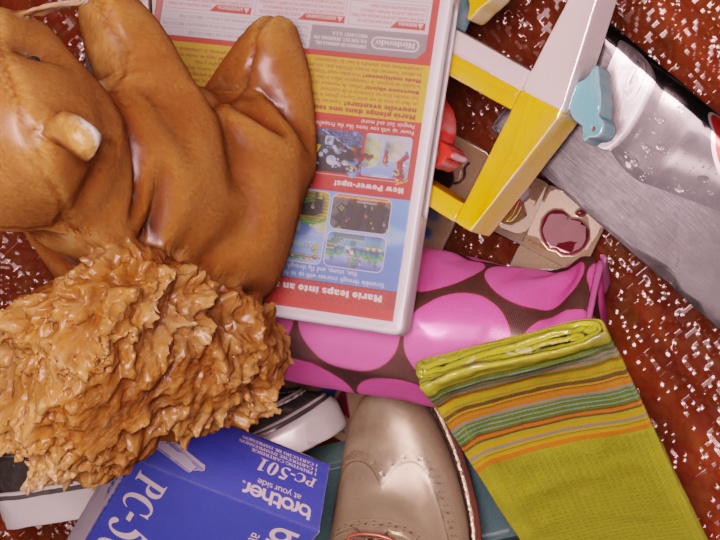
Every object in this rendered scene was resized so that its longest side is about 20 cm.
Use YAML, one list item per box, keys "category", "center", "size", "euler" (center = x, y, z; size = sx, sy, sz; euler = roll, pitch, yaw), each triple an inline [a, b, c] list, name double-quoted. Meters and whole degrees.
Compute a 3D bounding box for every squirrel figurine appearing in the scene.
- category: "squirrel figurine"
  center: [-0.100, -0.017, 0.703]
  size: [0.141, 0.187, 0.201]
  euler: [-14, 81, 15]

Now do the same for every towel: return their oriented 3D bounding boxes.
- category: "towel"
  center: [0.099, 0.096, 0.799]
  size: [0.086, 0.018, 0.200]
  euler: [-15, 135, 18]

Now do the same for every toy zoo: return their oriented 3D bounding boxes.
- category: "toy zoo"
  center: [0.033, -0.105, 0.803]
  size: [0.200, 0.020, 0.132]
  euler: [34, 102, 31]

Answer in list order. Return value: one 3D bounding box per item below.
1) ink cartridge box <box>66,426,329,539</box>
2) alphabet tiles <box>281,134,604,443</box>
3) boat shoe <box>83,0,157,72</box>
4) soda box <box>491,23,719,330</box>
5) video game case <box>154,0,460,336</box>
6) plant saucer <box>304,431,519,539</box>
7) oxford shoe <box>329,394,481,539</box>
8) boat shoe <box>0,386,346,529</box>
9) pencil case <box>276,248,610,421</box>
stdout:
- category: "ink cartridge box"
  center: [-0.098, 0.150, 0.857]
  size: [0.094, 0.044, 0.200]
  euler: [23, 131, -12]
- category: "alphabet tiles"
  center: [0.000, 0.000, 0.881]
  size: [0.199, 0.008, 0.168]
  euler: [28, 105, 10]
- category: "boat shoe"
  center: [-0.107, -0.066, 0.863]
  size: [0.060, 0.072, 0.203]
  euler: [0, 88, 20]
- category: "soda box"
  center: [0.158, -0.028, 0.804]
  size: [0.200, 0.063, 0.071]
  euler: [41, 107, 5]
- category: "video game case"
  center: [-0.032, -0.080, 0.795]
  size: [0.142, 0.017, 0.201]
  euler: [8, 87, 17]
- category: "plant saucer"
  center: [-0.013, 0.124, 0.894]
  size: [0.199, 0.019, 0.070]
  euler: [-16, 97, 18]
- category: "oxford shoe"
  center: [0.014, 0.147, 0.822]
  size: [0.070, 0.075, 0.201]
  euler: [-7, 75, 21]
- category: "boat shoe"
  center: [-0.105, 0.081, 0.889]
  size: [0.199, 0.071, 0.064]
  euler: [-15, 95, 19]
- category: "pencil case"
  center: [0.017, 0.016, 0.833]
  size: [0.199, 0.094, 0.091]
  euler: [12, 147, 13]
